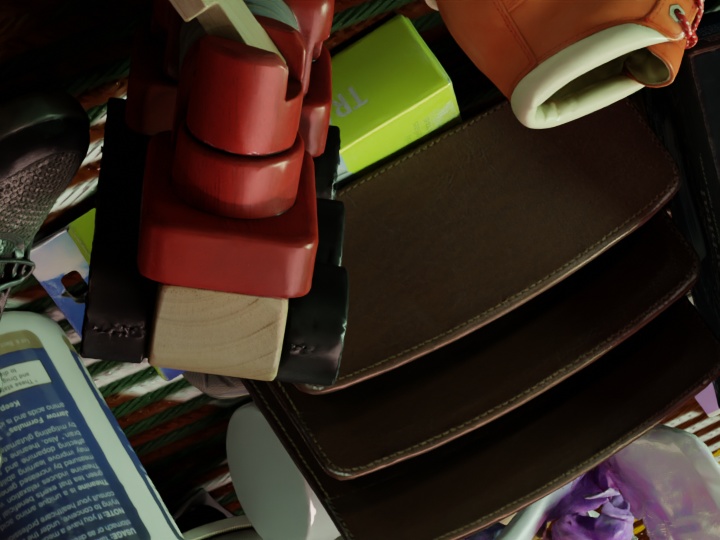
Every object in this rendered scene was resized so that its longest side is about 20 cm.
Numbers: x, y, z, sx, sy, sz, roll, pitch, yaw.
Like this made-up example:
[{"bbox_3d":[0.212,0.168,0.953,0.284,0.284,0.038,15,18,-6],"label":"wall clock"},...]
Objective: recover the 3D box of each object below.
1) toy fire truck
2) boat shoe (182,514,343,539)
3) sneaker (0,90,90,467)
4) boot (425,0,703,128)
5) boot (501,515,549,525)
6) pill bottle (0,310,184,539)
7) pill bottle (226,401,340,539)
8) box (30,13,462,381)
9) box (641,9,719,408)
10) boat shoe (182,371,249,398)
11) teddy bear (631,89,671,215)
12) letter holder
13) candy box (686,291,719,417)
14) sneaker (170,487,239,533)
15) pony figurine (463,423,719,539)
[{"bbox_3d":[-0.059,-0.082,1.064,0.128,0.176,0.201,8,118,-6],"label":"toy fire truck"},{"bbox_3d":[-0.029,0.173,1.551,0.199,0.060,0.072,-1,134,-29],"label":"boat shoe"},{"bbox_3d":[-0.161,0.022,1.163,0.199,0.114,0.076,-43,157,20],"label":"sneaker"},{"bbox_3d":[0.130,-0.128,1.225,0.199,0.108,0.075,-24,151,-10],"label":"boot"},{"bbox_3d":[0.100,0.117,1.703,0.200,0.074,0.155,-43,160,-29],"label":"boot"},{"bbox_3d":[-0.138,0.127,1.292,0.111,0.200,0.111,-27,157,-13],"label":"pill bottle"},{"bbox_3d":[0.033,0.080,1.540,0.199,0.112,0.111,-19,155,-30],"label":"pill bottle"},{"bbox_3d":[-0.046,-0.024,1.306,0.199,0.048,0.122,-32,158,-3],"label":"box"},{"bbox_3d":[0.211,-0.025,1.330,0.117,0.198,0.200,-15,-173,0],"label":"box"},{"bbox_3d":[0.000,0.000,1.403,0.199,0.075,0.073,-24,169,-3],"label":"boat shoe"},{"bbox_3d":[0.148,-0.038,1.502,0.200,0.067,0.145,-41,135,1],"label":"teddy bear"},{"bbox_3d":[0.056,0.023,1.288,0.199,0.142,0.101,-29,157,-14],"label":"letter holder"},{"bbox_3d":[0.271,-0.022,1.560,0.200,0.072,0.168,-39,-175,-37],"label":"candy box"},{"bbox_3d":[-0.130,0.179,1.582,0.108,0.070,0.200,-43,160,30],"label":"sneaker"},{"bbox_3d":[0.095,0.086,1.420,0.199,0.194,0.166,-30,-159,-26],"label":"pony figurine"}]
